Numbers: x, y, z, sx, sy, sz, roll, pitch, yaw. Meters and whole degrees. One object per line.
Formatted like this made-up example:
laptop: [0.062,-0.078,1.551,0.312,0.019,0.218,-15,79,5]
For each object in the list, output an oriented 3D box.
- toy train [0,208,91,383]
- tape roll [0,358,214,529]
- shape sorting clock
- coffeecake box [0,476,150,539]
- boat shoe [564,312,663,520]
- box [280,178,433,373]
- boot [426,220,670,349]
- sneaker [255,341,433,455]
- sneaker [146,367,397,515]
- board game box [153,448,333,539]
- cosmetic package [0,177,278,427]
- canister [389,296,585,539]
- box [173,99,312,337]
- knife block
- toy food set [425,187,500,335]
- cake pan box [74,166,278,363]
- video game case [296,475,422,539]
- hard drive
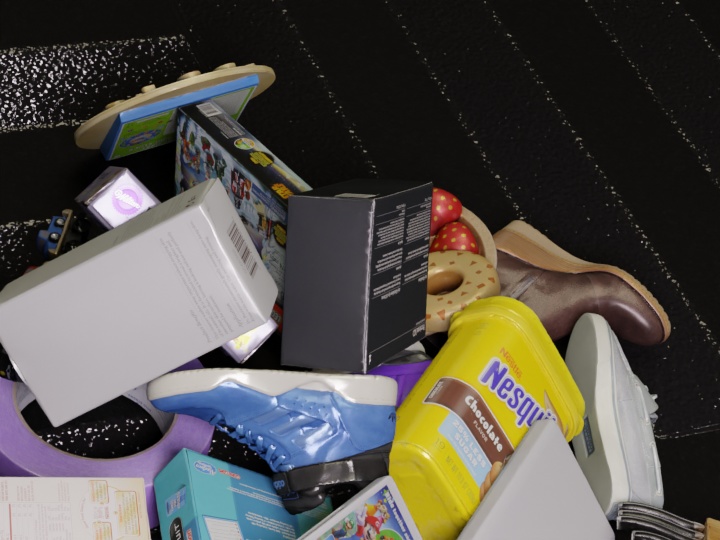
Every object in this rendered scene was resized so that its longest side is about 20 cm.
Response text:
toy train: [-0.268,0.019,1.623,0.046,0.034,0.200,6,43,7]
tape roll: [-0.223,0.125,1.596,0.200,0.066,0.200,9,44,-8]
shape sorting clock: [-0.177,-0.157,1.822,0.200,0.200,0.039,-16,80,-31]
coffeecake box: [-0.265,0.226,1.412,0.199,0.154,0.073,2,44,-15]
boat shoe: [0.231,0.133,1.725,0.071,0.070,0.201,9,56,-22]
box: [0.000,0.000,1.609,0.079,0.142,0.200,2,7,15]
boot: [0.174,0.054,1.812,0.200,0.072,0.166,32,57,14]
sneaker: [0.005,0.129,1.661,0.200,0.070,0.100,-23,58,-34]
sneaker: [-0.070,0.136,1.510,0.199,0.077,0.112,4,83,-15]
board game box: [-0.076,0.247,1.486,0.151,0.047,0.200,23,36,-34]
cosmetic package: [-0.178,0.025,1.501,0.200,0.113,0.081,-24,15,13]
canister: [0.099,0.139,1.633,0.149,0.086,0.200,59,43,-20]
box: [-0.102,-0.048,1.735,0.040,0.137,0.200,-18,42,-31]
knife block: [0.312,0.253,1.625,0.200,0.064,0.176,-1,30,-39]
toy food set: [0.029,-0.008,1.791,0.197,0.049,0.200,-6,46,3]
cake pan box: [-0.161,-0.008,1.633,0.052,0.200,0.184,-43,99,-6]
video game case: [-0.010,0.261,1.437,0.200,0.018,0.143,-32,98,-45]
hard drive: [0.137,0.233,1.566,0.027,0.132,0.200,-11,26,39]
